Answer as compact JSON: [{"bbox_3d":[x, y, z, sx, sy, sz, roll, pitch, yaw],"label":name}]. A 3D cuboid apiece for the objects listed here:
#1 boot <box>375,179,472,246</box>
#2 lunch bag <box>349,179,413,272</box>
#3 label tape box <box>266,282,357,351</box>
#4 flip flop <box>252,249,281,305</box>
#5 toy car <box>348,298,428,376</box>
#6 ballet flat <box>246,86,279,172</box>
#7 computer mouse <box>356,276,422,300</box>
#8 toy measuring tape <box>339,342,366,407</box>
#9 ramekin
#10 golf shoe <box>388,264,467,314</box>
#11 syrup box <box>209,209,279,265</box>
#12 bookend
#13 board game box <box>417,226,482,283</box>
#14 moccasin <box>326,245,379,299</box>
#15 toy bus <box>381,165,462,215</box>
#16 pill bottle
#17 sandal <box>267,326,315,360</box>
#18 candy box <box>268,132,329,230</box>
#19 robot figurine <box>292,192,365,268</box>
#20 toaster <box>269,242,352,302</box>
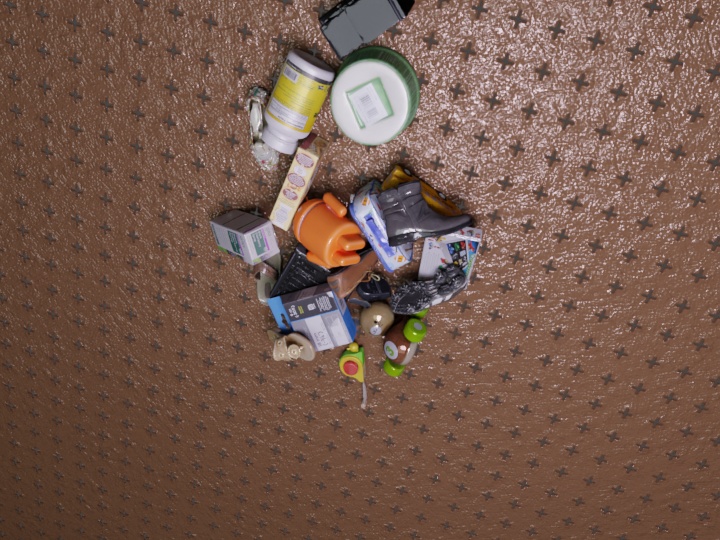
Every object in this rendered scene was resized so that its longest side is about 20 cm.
[{"bbox_3d":[0.138,-0.135,1.389,0.195,0.070,0.135,-12,91,-1],"label":"boot"},{"bbox_3d":[0.047,-0.105,1.486,0.075,0.161,0.202,-28,109,22],"label":"lunch bag"},{"bbox_3d":[-0.125,0.122,1.559,0.196,0.064,0.147,-15,112,18],"label":"label tape box"},{"bbox_3d":[-0.248,0.008,1.665,0.079,0.058,0.205,7,118,8],"label":"flip flop"},{"bbox_3d":[0.048,0.138,1.603,0.196,0.159,0.166,22,129,-7],"label":"toy car"},{"bbox_3d":[-0.233,-0.319,1.492,0.074,0.064,0.204,-2,117,12],"label":"ballet flat"},{"bbox_3d":[0.081,0.046,1.583,0.195,0.059,0.034,-2,137,-19],"label":"computer mouse"},{"bbox_3d":[-0.021,0.284,1.753,0.072,0.074,0.205,1,117,11],"label":"toy measuring tape"},{"bbox_3d":[0.028,-0.371,1.389,0.195,0.098,0.205,5,118,9],"label":"ramekin"},{"bbox_3d":[0.166,0.060,1.533,0.196,0.094,0.080,-21,66,20],"label":"golf shoe"},{"bbox_3d":[-0.281,-0.083,1.551,0.198,0.080,0.080,21,133,52],"label":"syrup box"},{"bbox_3d":[-0.003,-0.500,1.272,0.197,0.200,0.093,-28,111,24],"label":"bookend"},{"bbox_3d":[0.207,-0.034,1.512,0.123,0.035,0.202,12,145,5],"label":"board game box"},{"bbox_3d":[0.001,0.000,1.531,0.072,0.201,0.079,-12,110,37],"label":"moccasin"},{"bbox_3d":[0.143,-0.155,1.476,0.198,0.079,0.065,30,120,-22],"label":"toy bus"},{"bbox_3d":[-0.143,-0.366,1.411,0.111,0.113,0.203,27,114,-3],"label":"pill bottle"},{"bbox_3d":[-0.187,0.193,1.564,0.210,0.069,0.079,12,131,55],"label":"sandal"},{"bbox_3d":[-0.144,-0.207,1.500,0.054,0.116,0.202,26,119,-4],"label":"candy box"},{"bbox_3d":[-0.079,-0.086,1.472,0.199,0.116,0.145,39,160,33],"label":"robot figurine"},{"bbox_3d":[-0.116,0.040,1.619,0.179,0.119,0.202,31,119,-4],"label":"toaster"}]
